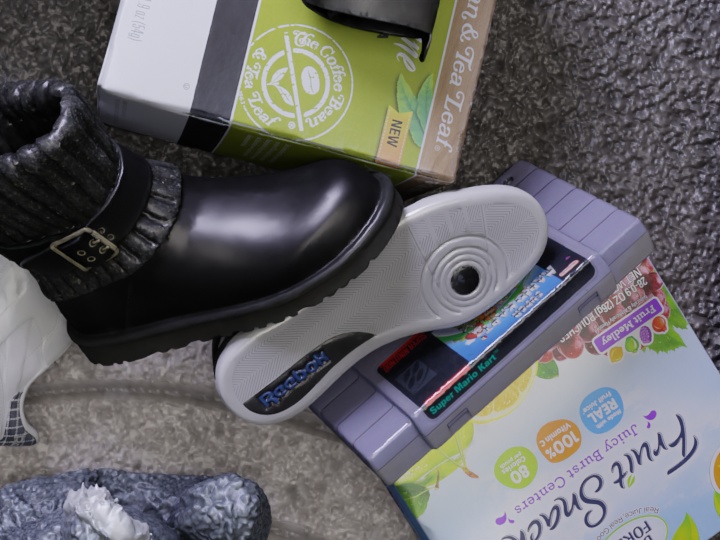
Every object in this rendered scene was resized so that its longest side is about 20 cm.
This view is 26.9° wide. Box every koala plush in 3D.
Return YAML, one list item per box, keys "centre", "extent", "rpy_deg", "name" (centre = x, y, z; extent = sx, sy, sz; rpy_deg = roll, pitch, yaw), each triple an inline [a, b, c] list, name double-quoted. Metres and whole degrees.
- centre: [-0.139, 0.187, 0.779]
  extent: [0.183, 0.200, 0.178]
  rpy_deg: [12, 87, -9]
  name: "koala plush"

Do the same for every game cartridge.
- centre: [0.057, 0.023, 0.854]
  extent: [0.200, 0.130, 0.038]
  rpy_deg: [-41, 118, -9]
  name: "game cartridge"

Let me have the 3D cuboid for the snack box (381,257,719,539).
- centre: [0.122, 0.110, 0.892]
  extent: [0.200, 0.068, 0.169]
  rpy_deg: [-32, 94, -7]
  name: "snack box"

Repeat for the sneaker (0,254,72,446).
- centre: [-0.192, -0.001, 0.847]
  extent: [0.080, 0.076, 0.201]
  rpy_deg: [19, 90, -21]
  name: "sneaker"

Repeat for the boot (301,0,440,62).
- centre: [-0.035, -0.196, 0.737]
  extent: [0.199, 0.077, 0.139]
  rpy_deg: [15, 89, -8]
  name: "boot"

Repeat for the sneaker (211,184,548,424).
- centre: [0.000, 0.000, 0.841]
  extent: [0.199, 0.112, 0.073]
  rpy_deg: [-30, 112, -3]
  name: "sneaker"

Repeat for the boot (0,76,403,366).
- centre: [-0.100, -0.040, 0.760]
  extent: [0.210, 0.080, 0.158]
  rpy_deg: [-21, 127, 14]
  name: "boot"

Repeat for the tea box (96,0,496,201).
- centre: [-0.030, -0.161, 0.839]
  extent: [0.196, 0.134, 0.201]
  rpy_deg: [13, 86, -10]
  name: "tea box"
